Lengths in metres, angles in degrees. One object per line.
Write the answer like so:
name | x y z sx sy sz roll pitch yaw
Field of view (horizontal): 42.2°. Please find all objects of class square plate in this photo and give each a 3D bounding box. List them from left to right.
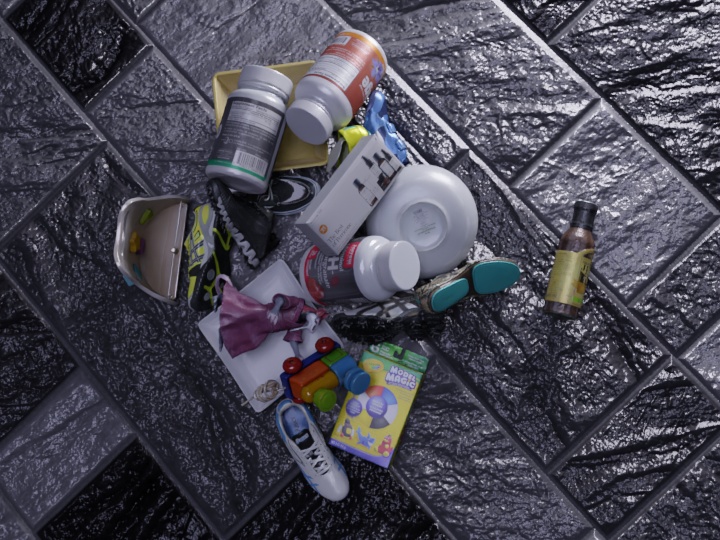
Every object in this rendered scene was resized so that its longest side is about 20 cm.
square plate | -0.161 0.117 1.678 0.198 0.028 0.201 -37 78 4

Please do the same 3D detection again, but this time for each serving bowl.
serving bowl | 0.107 -0.081 1.611 0.198 0.066 0.202 0 99 2

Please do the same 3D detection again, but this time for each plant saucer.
plant saucer | -0.163 -0.271 1.707 0.198 0.048 0.202 -7 80 1

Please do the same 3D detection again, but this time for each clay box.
clay box | 0.034 0.227 1.621 0.114 0.048 0.202 20 87 12

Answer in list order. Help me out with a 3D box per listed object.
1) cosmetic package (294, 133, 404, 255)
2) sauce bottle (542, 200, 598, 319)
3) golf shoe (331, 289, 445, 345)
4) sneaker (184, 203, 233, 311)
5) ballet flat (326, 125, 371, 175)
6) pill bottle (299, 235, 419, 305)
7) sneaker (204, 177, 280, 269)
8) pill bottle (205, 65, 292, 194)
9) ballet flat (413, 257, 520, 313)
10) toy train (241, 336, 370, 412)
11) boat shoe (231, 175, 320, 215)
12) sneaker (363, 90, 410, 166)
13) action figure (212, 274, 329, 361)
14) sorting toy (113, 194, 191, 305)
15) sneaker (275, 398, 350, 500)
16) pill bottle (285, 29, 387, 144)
cosmetic package | -0.016 -0.126 1.559 0.082 0.051 0.201 43 72 -20
sauce bottle | 0.363 -0.018 1.590 0.064 0.065 0.202 14 87 11
golf shoe | 0.047 0.074 1.628 0.198 0.078 0.095 -1 50 -2
sneaker | -0.283 -0.025 1.704 0.076 0.075 0.202 8 81 31
ballet flat | -0.032 -0.158 1.640 0.067 0.067 0.202 36 122 49
pill bottle | 0.000 0.000 1.582 0.199 0.110 0.112 -6 80 42
sneaker | -0.203 -0.097 1.651 0.090 0.201 0.066 -33 40 -8
pill bottle | -0.189 -0.244 1.622 0.112 0.113 0.202 14 80 11
ballet flat | 0.178 0.017 1.604 0.199 0.075 0.068 -20 115 -23
toy train | -0.087 0.203 1.562 0.199 0.085 0.115 -30 36 -26
boat shoe | -0.173 -0.138 1.691 0.198 0.071 0.073 -3 82 9
sneaker | 0.048 -0.221 1.667 0.081 0.074 0.202 -3 91 11
action figure | -0.153 0.085 1.635 0.198 0.135 0.149 -8 38 -4
sorting toy | -0.388 -0.049 1.660 0.106 0.180 0.202 5 83 10
sneaker | -0.088 0.313 1.619 0.072 0.072 0.201 -34 80 2
pill bottle | -0.045 -0.319 1.638 0.112 0.112 0.201 28 63 12
